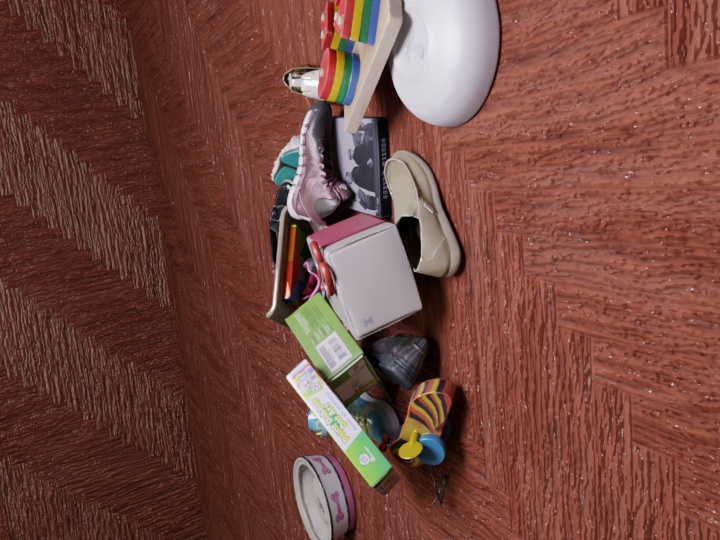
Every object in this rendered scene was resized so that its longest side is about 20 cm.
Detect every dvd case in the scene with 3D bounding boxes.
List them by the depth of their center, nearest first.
[{"bbox_3d":[-0.010,-0.180,1.075,0.199,0.024,0.156,25,121,59],"label":"dvd case"}]

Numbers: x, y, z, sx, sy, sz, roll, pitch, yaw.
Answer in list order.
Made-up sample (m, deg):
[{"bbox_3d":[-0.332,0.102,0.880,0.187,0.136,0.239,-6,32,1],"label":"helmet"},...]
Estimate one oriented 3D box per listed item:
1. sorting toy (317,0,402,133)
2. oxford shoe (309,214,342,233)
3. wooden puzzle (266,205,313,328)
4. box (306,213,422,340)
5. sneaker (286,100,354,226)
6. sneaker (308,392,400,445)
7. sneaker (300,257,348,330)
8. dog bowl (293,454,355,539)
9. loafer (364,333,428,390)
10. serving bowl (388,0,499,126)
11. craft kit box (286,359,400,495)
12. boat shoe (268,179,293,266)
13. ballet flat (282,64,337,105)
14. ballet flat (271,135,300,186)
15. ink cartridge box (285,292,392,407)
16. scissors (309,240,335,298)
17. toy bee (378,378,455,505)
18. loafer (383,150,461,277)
[{"bbox_3d":[-0.011,-0.340,0.890,0.201,0.067,0.205,121,153,-54],"label":"sorting toy"},{"bbox_3d":[-0.063,-0.061,1.149,0.200,0.070,0.074,48,115,46],"label":"oxford shoe"},{"bbox_3d":[-0.122,0.000,1.201,0.185,0.036,0.207,51,-134,-75],"label":"wooden puzzle"},{"bbox_3d":[0.000,0.000,0.953,0.200,0.106,0.132,-144,33,-74],"label":"box"},{"bbox_3d":[-0.050,-0.172,1.079,0.113,0.075,0.206,24,111,27],"label":"sneaker"},{"bbox_3d":[-0.020,0.274,1.143,0.198,0.127,0.083,13,110,60],"label":"sneaker"},{"bbox_3d":[-0.073,0.060,1.211,0.078,0.093,0.207,30,127,53],"label":"sneaker"},{"bbox_3d":[-0.078,0.499,1.401,0.199,0.072,0.207,31,126,55],"label":"dog bowl"},{"bbox_3d":[0.060,0.136,1.016,0.073,0.073,0.199,43,170,-12],"label":"loafer"},{"bbox_3d":[0.087,-0.283,0.801,0.199,0.064,0.207,33,128,54],"label":"serving bowl"},{"bbox_3d":[-0.021,0.246,0.982,0.200,0.048,0.198,48,173,20],"label":"craft kit box"},{"bbox_3d":[-0.162,-0.090,1.332,0.073,0.066,0.203,32,136,19],"label":"boat shoe"},{"bbox_3d":[-0.083,-0.327,1.111,0.199,0.070,0.070,36,130,54],"label":"ballet flat"},{"bbox_3d":[-0.132,-0.227,1.258,0.199,0.070,0.074,-24,79,62],"label":"ballet flat"},{"bbox_3d":[-0.030,0.157,1.077,0.148,0.075,0.202,50,172,38],"label":"ink cartridge box"},{"bbox_3d":[-0.052,0.027,0.931,0.202,0.014,0.074,89,156,-63],"label":"scissors"},{"bbox_3d":[0.079,0.251,0.944,0.131,0.105,0.208,-15,-67,-75],"label":"toy bee"},{"bbox_3d":[0.075,-0.082,0.894,0.204,0.066,0.076,66,150,24],"label":"loafer"}]
